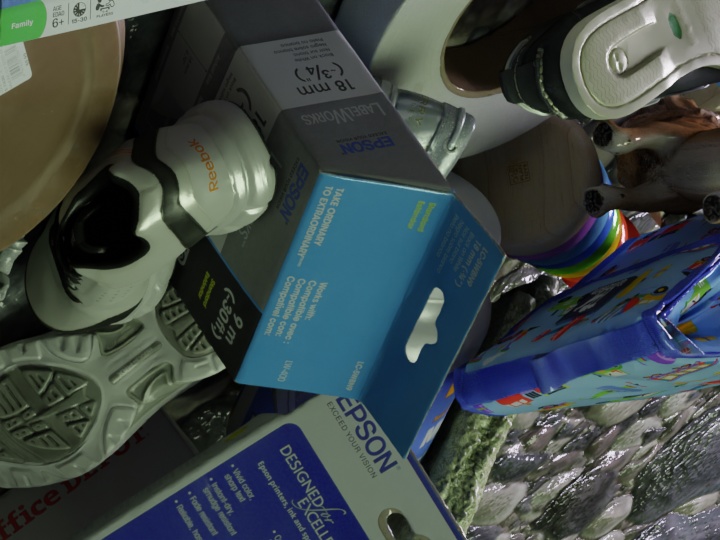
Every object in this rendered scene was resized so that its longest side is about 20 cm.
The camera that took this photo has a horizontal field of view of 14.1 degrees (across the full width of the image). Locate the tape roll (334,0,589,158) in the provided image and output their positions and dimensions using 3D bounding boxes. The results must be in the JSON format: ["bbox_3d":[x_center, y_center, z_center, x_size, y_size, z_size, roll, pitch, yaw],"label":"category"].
[{"bbox_3d":[0.075,-0.139,1.489,0.202,0.037,0.203,-28,150,-17],"label":"tape roll"}]

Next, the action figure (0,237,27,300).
[{"bbox_3d":[-0.195,-0.013,1.351,0.200,0.055,0.118,-48,147,10],"label":"action figure"}]

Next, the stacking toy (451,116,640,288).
[{"bbox_3d":[0.117,-0.031,1.667,0.085,0.085,0.200,-41,159,6],"label":"stacking toy"}]

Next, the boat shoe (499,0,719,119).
[{"bbox_3d":[0.156,-0.125,1.519,0.200,0.072,0.068,-23,-173,-39],"label":"boat shoe"}]

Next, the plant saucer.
[{"bbox_3d":[-0.181,-0.075,1.247,0.200,0.029,0.200,-24,133,-29],"label":"plant saucer"}]

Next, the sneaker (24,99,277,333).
[{"bbox_3d":[-0.120,-0.020,1.359,0.080,0.074,0.200,-24,171,-36],"label":"sneaker"}]

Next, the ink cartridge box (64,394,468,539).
[{"bbox_3d":[-0.036,0.180,1.473,0.200,0.198,0.047,-32,-171,-4],"label":"ink cartridge box"}]

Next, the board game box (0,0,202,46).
[{"bbox_3d":[-0.073,-0.179,1.223,0.200,0.034,0.136,-18,128,-35],"label":"board game box"}]

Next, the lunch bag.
[{"bbox_3d":[0.154,0.033,1.540,0.150,0.094,0.200,-18,-177,45],"label":"lunch bag"}]

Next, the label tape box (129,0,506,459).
[{"bbox_3d":[-0.030,-0.024,1.362,0.063,0.200,0.144,-12,142,-34],"label":"label tape box"}]

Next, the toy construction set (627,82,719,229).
[{"bbox_3d":[0.222,-0.079,1.702,0.131,0.092,0.200,-34,141,-7],"label":"toy construction set"}]

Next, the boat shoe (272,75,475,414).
[{"bbox_3d":[0.000,-0.001,1.460,0.074,0.065,0.202,-79,-174,-63],"label":"boat shoe"}]

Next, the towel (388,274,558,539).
[{"bbox_3d":[0.055,0.100,1.674,0.200,0.036,0.148,-66,-173,-13],"label":"towel"}]

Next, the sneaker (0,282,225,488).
[{"bbox_3d":[-0.123,0.051,1.501,0.200,0.078,0.099,-28,179,7],"label":"sneaker"}]

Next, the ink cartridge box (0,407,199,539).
[{"bbox_3d":[-0.106,0.202,1.606,0.147,0.200,0.145,-35,153,-4],"label":"ink cartridge box"}]

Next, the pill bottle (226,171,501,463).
[{"bbox_3d":[0.006,0.039,1.590,0.112,0.112,0.200,-14,144,-37],"label":"pill bottle"}]

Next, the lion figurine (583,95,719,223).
[{"bbox_3d":[0.199,-0.058,1.528,0.122,0.200,0.073,-5,102,-41],"label":"lion figurine"}]
